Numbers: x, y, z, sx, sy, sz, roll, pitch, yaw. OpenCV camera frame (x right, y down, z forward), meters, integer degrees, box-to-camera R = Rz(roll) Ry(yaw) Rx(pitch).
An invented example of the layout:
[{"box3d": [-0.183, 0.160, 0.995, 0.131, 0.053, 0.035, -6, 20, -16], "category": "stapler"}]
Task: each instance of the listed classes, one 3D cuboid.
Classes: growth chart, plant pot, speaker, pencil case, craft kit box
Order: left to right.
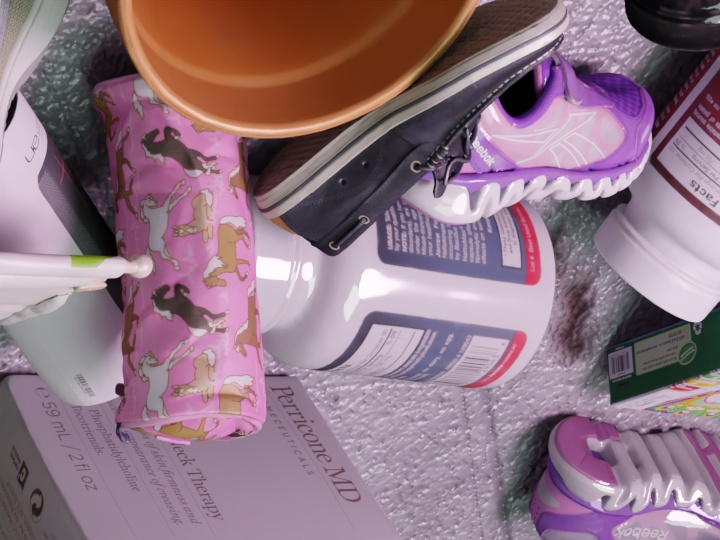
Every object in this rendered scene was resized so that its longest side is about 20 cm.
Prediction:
[{"box3d": [-0.224, 0.020, 1.338, 0.200, 0.018, 0.145, -18, 166, 34], "category": "growth chart"}, {"box3d": [-0.178, -0.017, 1.416, 0.081, 0.081, 0.200, -32, 134, -3], "category": "speaker"}, {"box3d": [-0.096, -0.009, 1.393, 0.086, 0.200, 0.083, -6, 171, 15], "category": "pencil case"}, {"box3d": [-0.048, -0.185, 1.308, 0.200, 0.140, 0.200, -15, 131, -18], "category": "plant pot"}, {"box3d": [0.294, 0.058, 1.681, 0.197, 0.049, 0.200, 4, 164, -30], "category": "craft kit box"}]

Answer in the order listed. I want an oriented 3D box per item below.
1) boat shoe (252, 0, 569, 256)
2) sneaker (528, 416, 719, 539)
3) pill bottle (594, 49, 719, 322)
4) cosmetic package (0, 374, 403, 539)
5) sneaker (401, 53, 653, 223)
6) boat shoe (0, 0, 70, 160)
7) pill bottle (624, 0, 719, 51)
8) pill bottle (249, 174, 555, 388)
[{"box3d": [0.034, -0.075, 1.367, 0.200, 0.075, 0.062, -36, 109, 23], "category": "boat shoe"}, {"box3d": [0.194, 0.158, 1.776, 0.200, 0.081, 0.089, 12, 126, -30], "category": "sneaker"}, {"box3d": [0.233, -0.072, 1.579, 0.113, 0.113, 0.200, 22, 114, -40], "category": "pill bottle"}, {"box3d": [-0.115, 0.173, 1.545, 0.200, 0.167, 0.167, 1, 124, -31], "category": "cosmetic package"}, {"box3d": [0.100, -0.090, 1.476, 0.200, 0.080, 0.089, -15, 132, -44], "category": "sneaker"}, {"box3d": [-0.209, -0.088, 1.293, 0.065, 0.074, 0.202, 46, 59, -40], "category": "boat shoe"}, {"box3d": [0.181, -0.223, 1.427, 0.112, 0.112, 0.200, -21, 133, -13], "category": "pill bottle"}, {"box3d": [0.000, 0.000, 1.502, 0.200, 0.120, 0.120, 9, 121, -34], "category": "pill bottle"}]
